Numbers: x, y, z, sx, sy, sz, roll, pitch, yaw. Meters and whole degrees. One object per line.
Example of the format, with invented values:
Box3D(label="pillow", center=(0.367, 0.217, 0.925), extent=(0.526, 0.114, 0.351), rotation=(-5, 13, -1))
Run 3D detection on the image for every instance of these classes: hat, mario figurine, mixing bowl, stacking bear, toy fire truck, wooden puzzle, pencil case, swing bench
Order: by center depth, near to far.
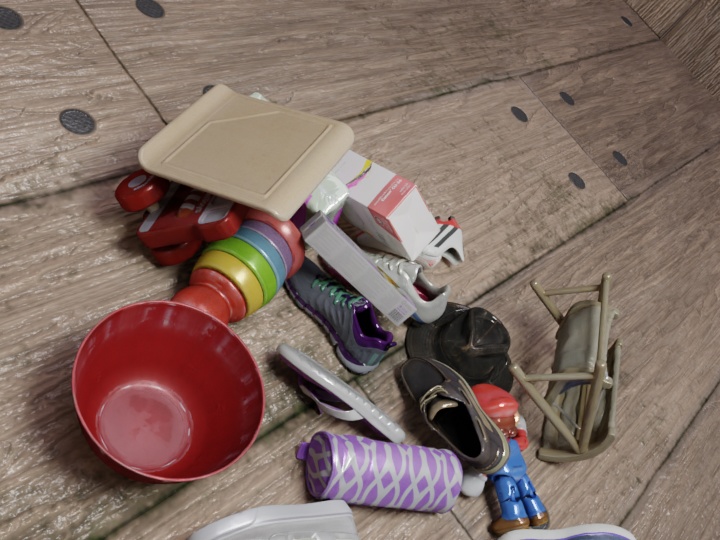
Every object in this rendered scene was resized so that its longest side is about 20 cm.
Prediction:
Box3D(label="mixing bowl", center=(-0.212, 0.145, 0.789), extent=(0.200, 0.108, 0.200), rotation=(19, 47, -22))
Box3D(label="wooden puzzle", center=(-0.133, -0.143, 0.896), extent=(0.200, 0.037, 0.185), rotation=(22, 49, 15))
Box3D(label="pencil case", center=(0.030, 0.244, 0.908), extent=(0.200, 0.084, 0.085), rotation=(17, 10, -28))
Box3D(label="stacking bear", center=(-0.165, 0.016, 0.930), extent=(0.122, 0.114, 0.200), rotation=(52, 49, -16))
Box3D(label="toy fire truck", center=(-0.191, -0.100, 0.938), extent=(0.200, 0.168, 0.112), rotation=(-68, 143, -45))
Box3D(label="mario figurine", center=(0.185, 0.257, 1.033), extent=(0.123, 0.106, 0.200), rotation=(40, 34, -66))
Box3D(label="swing bench", center=(0.319, 0.144, 1.104), extent=(0.200, 0.129, 0.199), rotation=(66, 32, -32))
Box3D(label="hat", center=(0.171, 0.112, 1.116), extent=(0.200, 0.081, 0.201), rotation=(20, 48, -23))

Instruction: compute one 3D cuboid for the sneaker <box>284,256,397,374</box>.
Box3D(label="sneaker", center=(-0.025, 0.041, 1.025), extent=(0.200, 0.088, 0.074), rotation=(51, 43, 9))

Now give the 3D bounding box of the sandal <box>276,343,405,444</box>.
Box3D(label="sandal", center=(-0.030, 0.166, 0.944), extent=(0.202, 0.082, 0.050), rotation=(37, 85, -8))

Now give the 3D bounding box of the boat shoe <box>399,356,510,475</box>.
Box3D(label="boat shoe", center=(0.117, 0.179, 0.985), extent=(0.200, 0.075, 0.073), rotation=(44, 4, 37))

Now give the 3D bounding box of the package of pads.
Box3D(label="package of pads", center=(-0.109, -0.136, 1.061), extent=(0.068, 0.155, 0.200), rotation=(-40, 83, -18))

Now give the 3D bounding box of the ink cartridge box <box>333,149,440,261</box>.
Box3D(label="ink cartridge box", center=(0.010, -0.107, 1.093), extent=(0.200, 0.117, 0.068), rotation=(33, 77, 37))

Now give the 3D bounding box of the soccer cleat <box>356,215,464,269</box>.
Box3D(label="soccer cleat", center=(0.086, -0.042, 1.193), extent=(0.200, 0.069, 0.085), rotation=(-3, 72, -35))

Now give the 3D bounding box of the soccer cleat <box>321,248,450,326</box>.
Box3D(label="soccer cleat", center=(0.041, 0.002, 1.096), extent=(0.200, 0.086, 0.070), rotation=(30, 43, -1))

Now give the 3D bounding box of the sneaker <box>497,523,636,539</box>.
Box3D(label="sneaker", center=(0.271, 0.396, 0.920), extent=(0.199, 0.081, 0.147), rotation=(4, 34, -11))

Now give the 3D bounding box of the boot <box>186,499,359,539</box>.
Box3D(label="boot", center=(-0.078, 0.303, 0.782), extent=(0.200, 0.074, 0.096), rotation=(3, 48, -36))

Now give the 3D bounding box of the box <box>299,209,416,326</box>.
Box3D(label="box", center=(0.000, 0.000, 1.003), extent=(0.200, 0.041, 0.039), rotation=(43, 11, -31))
